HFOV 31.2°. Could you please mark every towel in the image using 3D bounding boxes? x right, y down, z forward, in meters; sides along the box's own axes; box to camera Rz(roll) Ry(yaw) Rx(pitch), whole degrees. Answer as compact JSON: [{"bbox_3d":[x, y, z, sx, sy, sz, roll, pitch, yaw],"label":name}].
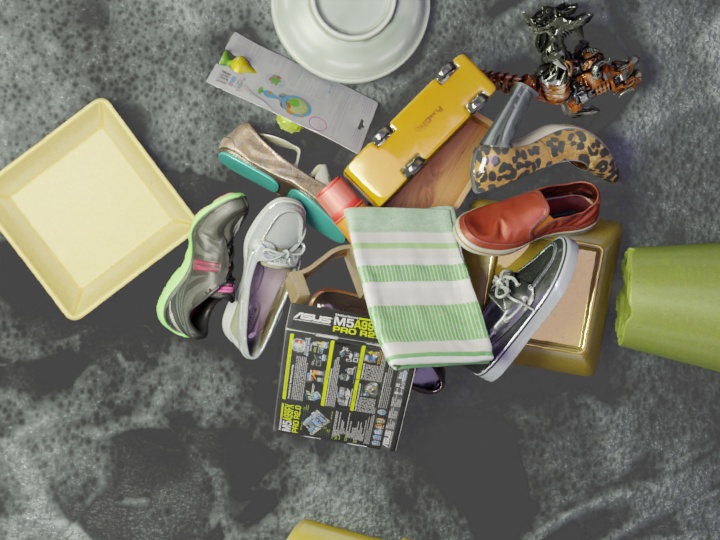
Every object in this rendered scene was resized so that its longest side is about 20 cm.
[{"bbox_3d":[0.070,0.017,1.499,0.152,0.023,0.201,-2,67,-29],"label":"towel"}]

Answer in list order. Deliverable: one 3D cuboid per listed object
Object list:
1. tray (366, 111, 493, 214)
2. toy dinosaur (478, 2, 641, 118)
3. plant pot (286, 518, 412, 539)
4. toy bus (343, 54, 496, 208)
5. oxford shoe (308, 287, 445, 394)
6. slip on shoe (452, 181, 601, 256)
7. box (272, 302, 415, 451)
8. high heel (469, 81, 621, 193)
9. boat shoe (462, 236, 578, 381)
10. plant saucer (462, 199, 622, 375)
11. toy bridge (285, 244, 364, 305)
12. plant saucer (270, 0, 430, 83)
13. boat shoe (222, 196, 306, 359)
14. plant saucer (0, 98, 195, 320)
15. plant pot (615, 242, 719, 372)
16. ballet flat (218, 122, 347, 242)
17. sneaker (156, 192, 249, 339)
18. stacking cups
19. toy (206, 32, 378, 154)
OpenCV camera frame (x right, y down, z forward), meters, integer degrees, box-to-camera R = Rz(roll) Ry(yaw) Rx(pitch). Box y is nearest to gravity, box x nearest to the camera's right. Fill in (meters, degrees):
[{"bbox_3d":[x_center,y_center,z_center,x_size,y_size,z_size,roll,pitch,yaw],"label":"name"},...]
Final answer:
[{"bbox_3d":[0.086,-0.112,1.594,0.098,0.037,0.201,32,87,2],"label":"tray"},{"bbox_3d":[0.247,-0.251,1.583,0.199,0.102,0.136,-14,114,-23],"label":"toy dinosaur"},{"bbox_3d":[-0.015,0.405,1.579,0.188,0.201,0.202,23,93,11],"label":"plant pot"},{"bbox_3d":[0.071,-0.164,1.540,0.065,0.078,0.200,45,86,4],"label":"toy bus"},{"bbox_3d":[0.025,0.086,1.603,0.199,0.073,0.071,31,94,-5],"label":"oxford shoe"},{"bbox_3d":[0.203,-0.068,1.552,0.199,0.061,0.074,-12,56,-19],"label":"slip on shoe"},{"bbox_3d":[-0.019,0.132,1.556,0.159,0.044,0.201,10,136,0],"label":"box"},{"bbox_3d":[0.226,-0.120,1.584,0.200,0.071,0.143,32,84,-25],"label":"high heel"},{"bbox_3d":[0.183,0.036,1.547,0.068,0.074,0.200,32,102,-20],"label":"boat shoe"},{"bbox_3d":[0.223,0.024,1.616,0.199,0.048,0.201,9,94,-5],"label":"plant saucer"},{"bbox_3d":[0.000,0.000,1.586,0.199,0.027,0.067,-7,60,-27],"label":"toy bridge"},{"bbox_3d":[-0.011,-0.331,1.572,0.199,0.050,0.201,0,92,-4],"label":"plant saucer"},{"bbox_3d":[-0.111,0.009,1.568,0.074,0.065,0.203,13,110,-33],"label":"boat shoe"},{"bbox_3d":[-0.332,-0.075,1.580,0.200,0.048,0.200,-37,96,-1],"label":"plant saucer"},{"bbox_3d":[0.414,0.040,1.577,0.189,0.200,0.201,6,95,6],"label":"plant pot"},{"bbox_3d":[-0.080,-0.115,1.587,0.200,0.068,0.067,36,68,-7],"label":"ballet flat"},{"bbox_3d":[-0.175,-0.004,1.564,0.084,0.077,0.201,35,113,24],"label":"sneaker"},{"bbox_3d":[0.021,-0.024,1.549,0.060,0.061,0.200,-40,92,1],"label":"stacking cups"},{"bbox_3d":[-0.086,-0.206,1.572,0.199,0.115,0.047,28,132,-8],"label":"toy"}]
